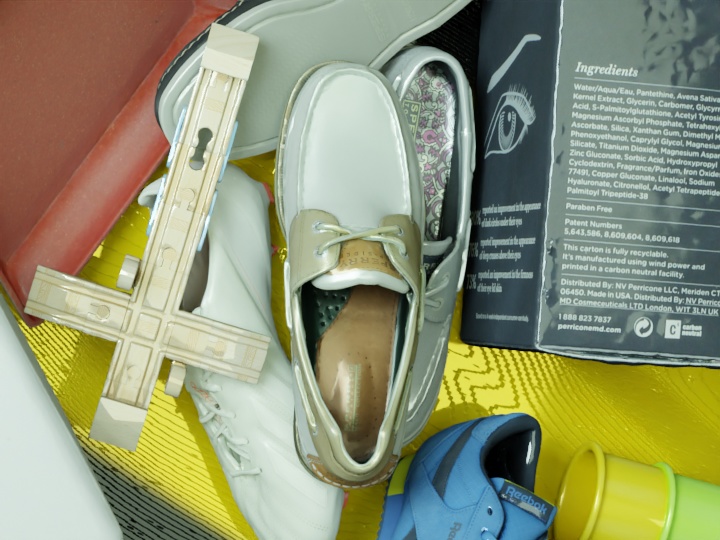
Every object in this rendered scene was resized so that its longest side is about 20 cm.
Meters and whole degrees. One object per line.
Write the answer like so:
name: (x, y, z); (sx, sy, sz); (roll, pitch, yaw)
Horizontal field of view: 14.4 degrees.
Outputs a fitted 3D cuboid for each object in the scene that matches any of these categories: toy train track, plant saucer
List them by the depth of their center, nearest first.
plant saucer: (-0.134, -0.103, 1.306); (0.037, 0.200, 0.201); (24, 68, 25)
toy train track: (-0.086, -0.014, 1.313); (0.114, 0.033, 0.201); (17, 93, -5)

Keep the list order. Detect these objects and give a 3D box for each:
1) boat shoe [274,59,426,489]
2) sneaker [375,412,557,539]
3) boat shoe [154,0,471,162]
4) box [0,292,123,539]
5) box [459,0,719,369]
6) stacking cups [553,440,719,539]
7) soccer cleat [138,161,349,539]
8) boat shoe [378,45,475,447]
boat shoe: (0.000, 0.000, 1.325); (0.074, 0.068, 0.202); (-3, 88, -8)
sneaker: (0.048, 0.142, 1.343); (0.078, 0.201, 0.066); (-30, 119, 31)
boat shoe: (-0.023, -0.125, 1.379); (0.200, 0.060, 0.074); (-38, 129, -15)
box: (-0.241, 0.069, 1.273); (0.199, 0.171, 0.200); (-29, 104, -8)
box: (0.119, -0.057, 1.378); (0.104, 0.148, 0.202); (5, 90, -12)
stacking cups: (0.200, 0.139, 1.440); (0.199, 0.060, 0.061); (15, 87, -11)
soccer cleat: (-0.063, 0.047, 1.371); (0.077, 0.069, 0.201); (-13, 88, -53)
boat shoe: (0.023, -0.011, 1.398); (0.072, 0.068, 0.201); (13, 87, -12)
